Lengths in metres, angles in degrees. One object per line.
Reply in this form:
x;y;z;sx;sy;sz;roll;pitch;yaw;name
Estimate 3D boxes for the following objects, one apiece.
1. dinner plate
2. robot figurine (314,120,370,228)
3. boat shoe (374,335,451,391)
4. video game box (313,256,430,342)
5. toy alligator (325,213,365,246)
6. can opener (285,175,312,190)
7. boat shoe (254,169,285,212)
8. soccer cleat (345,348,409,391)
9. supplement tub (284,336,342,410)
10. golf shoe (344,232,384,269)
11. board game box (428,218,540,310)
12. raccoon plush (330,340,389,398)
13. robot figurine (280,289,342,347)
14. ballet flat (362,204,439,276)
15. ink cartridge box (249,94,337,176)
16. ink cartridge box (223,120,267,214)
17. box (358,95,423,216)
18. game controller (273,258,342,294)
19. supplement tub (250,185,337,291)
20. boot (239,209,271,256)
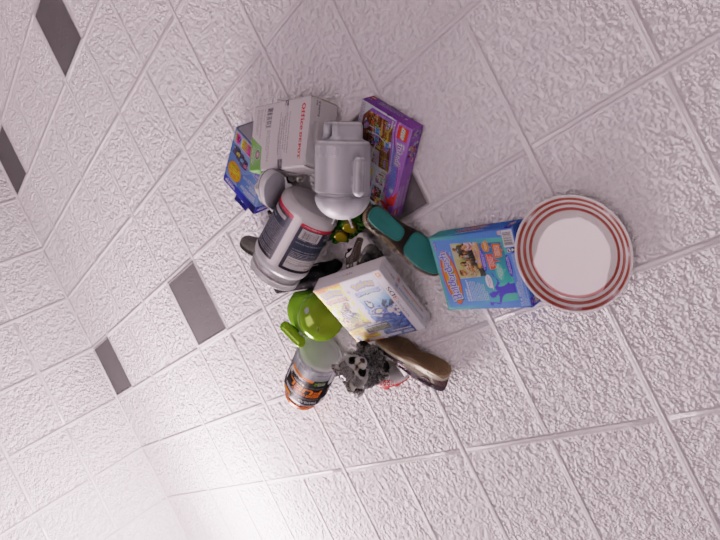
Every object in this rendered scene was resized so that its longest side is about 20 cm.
0.353;-0.028;1.102;0.196;0.024;0.205;14;115;32;dinner plate
-0.036;-0.189;1.303;0.169;0.110;0.206;-156;64;-63;robot figurine
0.111;0.205;1.467;0.197;0.071;0.066;24;122;30;boat shoe
0.024;0.070;1.428;0.197;0.047;0.183;-18;121;39;video game box
-0.033;-0.087;1.481;0.053;0.060;0.200;24;142;-18;toy alligator
-0.130;-0.163;1.549;0.051;0.067;0.205;-10;108;8;can opener
-0.203;-0.181;1.474;0.065;0.073;0.200;35;175;11;boat shoe
0.036;0.227;1.558;0.198;0.068;0.087;0;122;52;soccer cleat
-0.128;0.267;1.713;0.123;0.121;0.202;44;136;20;supplement tub
0.000;0.000;1.488;0.096;0.076;0.202;66;148;33;golf shoe
0.232;-0.007;1.243;0.197;0.045;0.156;-5;107;47;board game box
-0.012;0.253;1.471;0.096;0.133;0.204;33;132;28;raccoon plush
-0.107;0.102;1.583;0.116;0.176;0.199;48;168;-20;robot figurine
0.085;-0.060;1.346;0.198;0.068;0.075;37;169;-3;ballet flat
-0.147;-0.285;1.432;0.197;0.083;0.150;5;88;45;ink cartridge box
-0.261;-0.239;1.624;0.137;0.076;0.202;46;138;19;ink cartridge box
0.044;-0.226;1.331;0.136;0.039;0.203;37;133;28;box
-0.127;0.015;1.592;0.198;0.104;0.043;-9;109;48;game controller
-0.151;-0.071;1.482;0.140;0.139;0.202;43;116;20;supplement tub
-0.226;-0.096;1.679;0.197;0.067;0.134;19;119;31;boot
